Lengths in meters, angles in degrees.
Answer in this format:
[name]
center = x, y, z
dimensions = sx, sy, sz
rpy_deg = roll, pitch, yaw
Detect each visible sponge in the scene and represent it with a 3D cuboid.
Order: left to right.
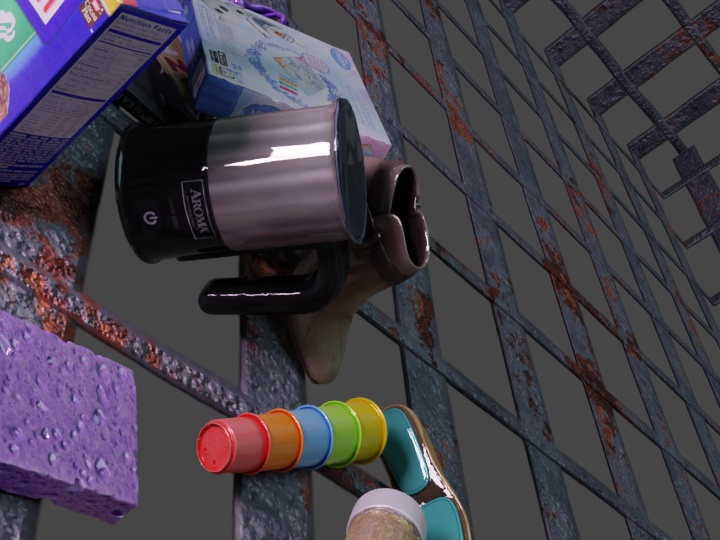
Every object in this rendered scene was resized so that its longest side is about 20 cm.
[sponge]
center = -0.224, 0.078, 0.613
dimensions = 0.199, 0.030, 0.113
rpy_deg = 32, 33, -40

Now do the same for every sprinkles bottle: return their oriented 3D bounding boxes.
[sprinkles bottle]
center = 0.005, 0.254, 0.760
dimensions = 0.068, 0.068, 0.201
rpy_deg = 49, 25, -11

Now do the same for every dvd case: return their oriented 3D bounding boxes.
[dvd case]
center = -0.208, -0.213, 1.016
dimensions = 0.150, 0.025, 0.202
rpy_deg = 40, 28, -29

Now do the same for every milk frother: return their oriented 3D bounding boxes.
[milk frother]
center = -0.086, -0.079, 0.863
dimensions = 0.202, 0.184, 0.183
rpy_deg = -83, 165, -46

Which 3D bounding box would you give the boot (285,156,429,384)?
[boot]
center = 0.000, 0.000, 0.898
dimensions = 0.070, 0.145, 0.204
rpy_deg = -6, 89, -47

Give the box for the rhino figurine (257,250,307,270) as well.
[rhino figurine]
center = -0.065, -0.030, 1.003
dimensions = 0.087, 0.059, 0.203
rpy_deg = 21, 43, -55

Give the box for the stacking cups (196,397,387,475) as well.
[stacking cups]
center = -0.052, 0.135, 0.815
dimensions = 0.199, 0.060, 0.061
rpy_deg = 12, 48, -57

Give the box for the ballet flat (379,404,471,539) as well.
[ballet flat]
center = 0.066, 0.219, 0.924
dimensions = 0.063, 0.068, 0.203
rpy_deg = 44, 24, -53

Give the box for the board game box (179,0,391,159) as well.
[board game box]
center = -0.081, -0.194, 0.997
dimensions = 0.196, 0.044, 0.202
rpy_deg = 17, 32, -27

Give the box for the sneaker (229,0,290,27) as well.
[sneaker]
center = -0.104, -0.270, 1.207
dimensions = 0.199, 0.083, 0.082
rpy_deg = 27, 36, -48

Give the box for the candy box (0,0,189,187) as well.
[candy box]
center = -0.242, -0.186, 0.708
dimensions = 0.171, 0.199, 0.077
rpy_deg = 59, 25, 13

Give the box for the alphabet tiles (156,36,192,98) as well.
[alphabet tiles]
center = -0.139, -0.208, 1.014
dimensions = 0.164, 0.006, 0.201
rpy_deg = 2, 41, -43
